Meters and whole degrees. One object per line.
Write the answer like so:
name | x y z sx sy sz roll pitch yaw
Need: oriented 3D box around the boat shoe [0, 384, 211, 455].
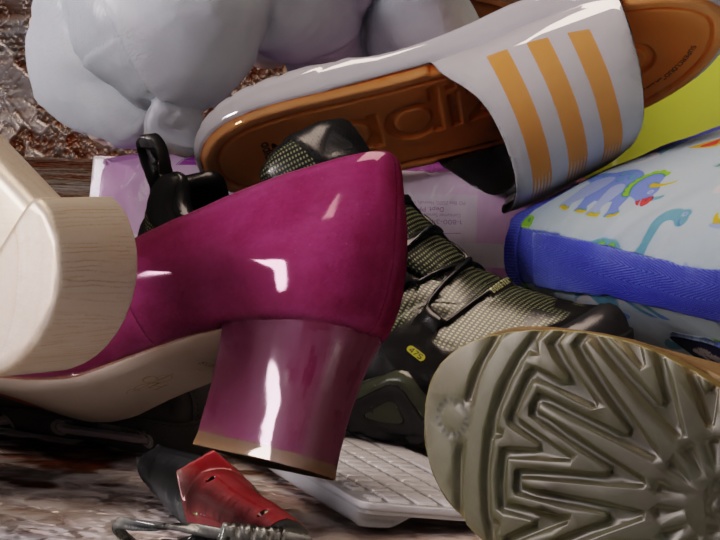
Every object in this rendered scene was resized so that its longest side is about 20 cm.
boat shoe | -0.119 0.036 0.884 0.199 0.057 0.067 1 35 48

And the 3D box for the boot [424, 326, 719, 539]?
boot | 0.130 0.052 0.689 0.174 0.066 0.200 17 11 21

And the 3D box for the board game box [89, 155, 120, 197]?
board game box | -0.019 -0.018 1.311 0.199 0.041 0.199 3 -9 15

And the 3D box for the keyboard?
keyboard | -0.003 0.062 0.807 0.056 0.011 0.200 0 5 -17

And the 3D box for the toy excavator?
toy excavator | -0.174 -0.035 0.738 0.200 0.195 0.100 -29 -14 32

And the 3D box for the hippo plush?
hippo plush | -0.040 -0.096 0.977 0.161 0.160 0.200 -40 13 -33

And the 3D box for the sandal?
sandal | 0.042 -0.049 0.914 0.206 0.059 0.079 -16 -33 4

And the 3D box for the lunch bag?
lunch bag | 0.177 0.001 0.886 0.199 0.128 0.170 0 5 -33

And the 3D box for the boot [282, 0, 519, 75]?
boot | 0.045 -0.055 1.096 0.073 0.156 0.199 -8 9 -41

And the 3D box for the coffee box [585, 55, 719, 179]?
coffee box | 0.174 -0.058 1.142 0.197 0.201 0.200 -2 7 -37

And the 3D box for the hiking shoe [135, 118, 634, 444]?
hiking shoe | 0.000 0.000 0.863 0.199 0.101 0.076 5 16 26

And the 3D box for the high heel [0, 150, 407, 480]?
high heel | -0.071 0.000 0.765 0.199 0.097 0.067 12 -8 31

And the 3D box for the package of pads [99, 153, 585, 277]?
package of pads | -0.003 -0.011 1.007 0.199 0.076 0.121 2 3 5

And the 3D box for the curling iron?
curling iron | -0.047 0.063 0.675 0.049 0.026 0.200 3 4 -8
